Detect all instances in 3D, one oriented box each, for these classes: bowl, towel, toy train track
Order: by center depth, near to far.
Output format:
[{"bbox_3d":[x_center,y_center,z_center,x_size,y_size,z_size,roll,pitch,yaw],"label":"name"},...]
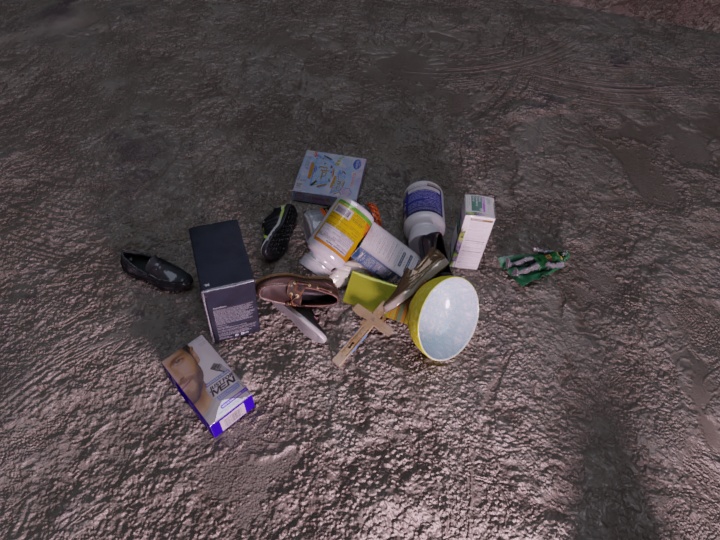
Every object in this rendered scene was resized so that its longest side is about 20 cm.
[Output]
[{"bbox_3d":[0.177,0.101,1.269,0.199,0.203,0.107,-30,28,-26],"label":"bowl"},{"bbox_3d":[0.004,0.155,1.290,0.114,0.033,0.200,34,64,19],"label":"toy train track"},{"bbox_3d":[0.059,0.070,1.343,0.197,0.018,0.087,19,83,8],"label":"towel"}]

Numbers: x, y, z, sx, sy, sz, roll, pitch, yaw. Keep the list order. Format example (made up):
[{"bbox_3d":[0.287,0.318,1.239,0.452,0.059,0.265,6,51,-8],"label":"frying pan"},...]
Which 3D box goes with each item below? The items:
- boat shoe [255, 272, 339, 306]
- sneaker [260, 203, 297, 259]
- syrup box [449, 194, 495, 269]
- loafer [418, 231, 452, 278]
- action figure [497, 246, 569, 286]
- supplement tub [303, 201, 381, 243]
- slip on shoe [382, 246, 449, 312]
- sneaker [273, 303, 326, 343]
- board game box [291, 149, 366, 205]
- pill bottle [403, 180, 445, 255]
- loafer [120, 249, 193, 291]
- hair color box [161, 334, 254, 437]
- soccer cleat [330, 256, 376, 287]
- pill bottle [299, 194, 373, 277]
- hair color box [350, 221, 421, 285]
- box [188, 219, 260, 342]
[{"bbox_3d":[-0.145,0.051,1.247,0.197,0.071,0.071,-1,41,-21],"label":"boat shoe"},{"bbox_3d":[-0.240,-0.106,1.481,0.082,0.072,0.201,-2,45,26],"label":"sneaker"},{"bbox_3d":[0.293,-0.099,1.411,0.080,0.201,0.080,6,50,1],"label":"syrup box"},{"bbox_3d":[0.203,0.000,1.356,0.071,0.063,0.203,-8,79,-45],"label":"loafer"},{"bbox_3d":[0.493,-0.024,1.464,0.197,0.055,0.119,-13,49,-19],"label":"action figure"},{"bbox_3d":[-0.050,-0.118,1.453,0.197,0.123,0.123,-14,52,-15],"label":"supplement tub"},{"bbox_3d":[0.125,0.022,1.295,0.199,0.076,0.061,-40,82,-2],"label":"slip on shoe"},{"bbox_3d":[-0.129,0.089,1.307,0.099,0.071,0.199,-38,57,-24],"label":"sneaker"},{"bbox_3d":[-0.092,-0.282,1.639,0.196,0.041,0.202,10,50,4],"label":"board game box"},{"bbox_3d":[0.178,-0.143,1.492,0.118,0.121,0.202,5,49,0],"label":"pill bottle"},{"bbox_3d":[-0.523,-0.002,1.355,0.198,0.071,0.069,17,51,10],"label":"loafer"},{"bbox_3d":[-0.334,0.249,1.166,0.109,0.065,0.199,-35,59,-28],"label":"hair color box"},{"bbox_3d":[0.000,0.000,1.397,0.199,0.070,0.078,-29,61,-28],"label":"soccer cleat"},{"bbox_3d":[-0.064,-0.077,1.331,0.110,0.111,0.201,33,84,22],"label":"pill bottle"},{"bbox_3d":[0.082,-0.023,1.375,0.199,0.061,0.101,36,52,-7],"label":"hair color box"},{"bbox_3d":[-0.322,0.025,1.266,0.122,0.198,0.201,-13,53,-15],"label":"box"}]
